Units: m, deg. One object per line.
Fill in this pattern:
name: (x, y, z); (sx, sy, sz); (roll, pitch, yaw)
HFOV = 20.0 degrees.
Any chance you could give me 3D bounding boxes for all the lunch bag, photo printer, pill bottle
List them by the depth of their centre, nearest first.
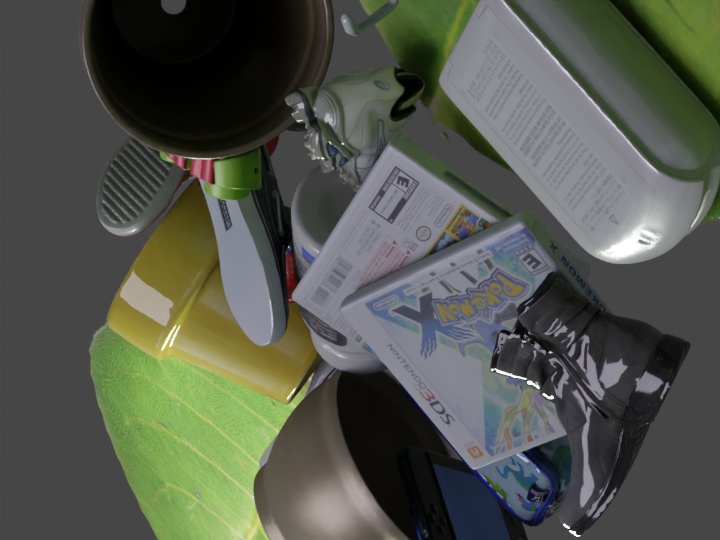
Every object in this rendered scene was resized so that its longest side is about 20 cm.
photo printer: (0.149, -0.099, 1.340); (0.200, 0.069, 0.166); (49, 159, 9)
lunch bag: (0.117, 0.120, 1.756); (0.200, 0.082, 0.161); (49, 163, 14)
pill bottle: (0.000, 0.000, 1.761); (0.114, 0.114, 0.200); (43, 157, 24)

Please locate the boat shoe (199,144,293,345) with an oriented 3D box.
boat shoe: (-0.087, -0.034, 1.767); (0.072, 0.068, 0.200); (-37, 66, 52)

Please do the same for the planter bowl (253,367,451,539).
planter bowl: (-0.012, 0.201, 1.863); (0.200, 0.135, 0.200); (45, -154, -29)

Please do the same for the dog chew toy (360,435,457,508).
dog chew toy: (0.019, 0.198, 2.046); (0.125, 0.124, 0.200); (62, 166, -23)

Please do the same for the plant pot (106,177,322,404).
plant pot: (-0.110, 0.023, 1.949); (0.189, 0.201, 0.201); (34, 158, 4)

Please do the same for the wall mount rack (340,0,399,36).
wall mount rack: (-0.035, -0.265, 1.459); (0.200, 0.075, 0.174); (39, 155, 31)

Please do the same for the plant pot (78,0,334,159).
plant pot: (-0.139, -0.205, 1.654); (0.200, 0.200, 0.174); (61, 174, -22)

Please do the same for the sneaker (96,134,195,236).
sneaker: (-0.181, -0.096, 1.915); (0.075, 0.201, 0.105); (4, 146, 19)

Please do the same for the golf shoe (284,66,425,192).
golf shoe: (0.013, -0.116, 1.600); (0.078, 0.097, 0.200); (64, -172, 5)

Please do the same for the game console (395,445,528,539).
game console: (0.144, 0.228, 1.821); (0.200, 0.118, 0.171); (23, -136, -56)

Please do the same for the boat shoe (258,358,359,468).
boat shoe: (-0.020, 0.142, 1.973); (0.067, 0.073, 0.200); (46, 116, 31)

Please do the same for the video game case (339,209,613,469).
video game case: (0.108, 0.059, 1.584); (0.200, 0.022, 0.182); (-26, 111, 39)

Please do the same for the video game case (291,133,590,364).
video game case: (0.059, 0.010, 1.605); (0.182, 0.023, 0.200); (35, 133, 1)

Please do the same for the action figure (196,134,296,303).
action figure: (-0.111, -0.068, 1.836); (0.065, 0.099, 0.201); (153, 112, -75)

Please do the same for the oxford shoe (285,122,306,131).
oxford shoe: (-0.105, -0.164, 1.784); (0.200, 0.073, 0.084); (35, 165, 49)

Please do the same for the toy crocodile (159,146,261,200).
toy crocodile: (-0.141, -0.111, 1.714); (0.200, 0.062, 0.068); (36, 127, 44)

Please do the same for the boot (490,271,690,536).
boot: (0.156, 0.098, 1.538); (0.131, 0.070, 0.200); (26, 122, 9)
